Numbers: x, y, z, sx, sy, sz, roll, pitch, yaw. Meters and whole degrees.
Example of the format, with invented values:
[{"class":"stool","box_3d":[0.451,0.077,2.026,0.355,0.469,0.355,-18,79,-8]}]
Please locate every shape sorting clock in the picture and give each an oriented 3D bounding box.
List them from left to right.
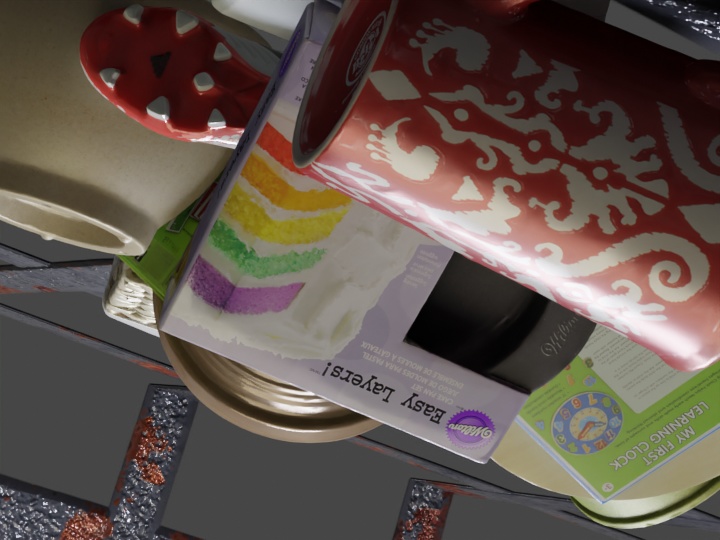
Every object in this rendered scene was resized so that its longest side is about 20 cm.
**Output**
[{"class":"shape sorting clock","box_3d":[0.145,0.044,1.137,0.199,0.200,0.039,19,-150,-10]}]

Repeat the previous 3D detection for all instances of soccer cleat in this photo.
[{"class":"soccer cleat","box_3d":[-0.054,-0.089,1.136,0.199,0.069,0.085,15,170,6]}]

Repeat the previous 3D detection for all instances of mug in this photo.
[{"class":"mug","box_3d":[0.090,-0.074,0.919,0.199,0.178,0.133,23,-171,-14]}]

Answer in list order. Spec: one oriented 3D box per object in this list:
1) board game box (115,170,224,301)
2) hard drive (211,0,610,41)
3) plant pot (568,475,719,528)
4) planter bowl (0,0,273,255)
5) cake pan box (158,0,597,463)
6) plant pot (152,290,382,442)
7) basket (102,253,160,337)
[{"class":"board game box","box_3d":[-0.106,-0.037,1.321,0.048,0.102,0.200,38,179,-32]},{"class":"hard drive","box_3d":[0.018,-0.133,1.019,0.132,0.026,0.200,20,169,-18]},{"class":"plant pot","box_3d":[0.126,0.016,1.241,0.193,0.201,0.200,36,162,-26]},{"class":"planter bowl","box_3d":[-0.161,-0.089,1.231,0.200,0.135,0.200,16,169,3]},{"class":"cake pan box","box_3d":[0.024,-0.013,1.056,0.200,0.184,0.052,24,-150,-12]},{"class":"plant pot","box_3d":[-0.032,0.002,1.366,0.200,0.201,0.093,17,156,-2]},{"class":"basket","box_3d":[-0.071,-0.010,1.511,0.199,0.136,0.123,18,166,-6]}]
